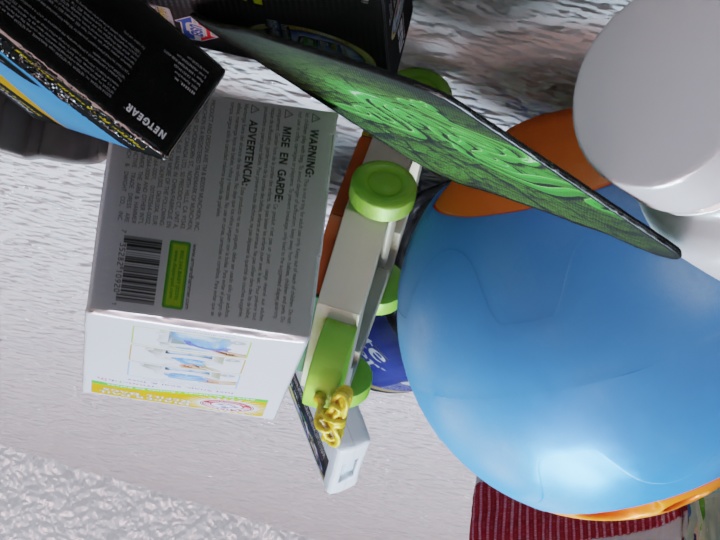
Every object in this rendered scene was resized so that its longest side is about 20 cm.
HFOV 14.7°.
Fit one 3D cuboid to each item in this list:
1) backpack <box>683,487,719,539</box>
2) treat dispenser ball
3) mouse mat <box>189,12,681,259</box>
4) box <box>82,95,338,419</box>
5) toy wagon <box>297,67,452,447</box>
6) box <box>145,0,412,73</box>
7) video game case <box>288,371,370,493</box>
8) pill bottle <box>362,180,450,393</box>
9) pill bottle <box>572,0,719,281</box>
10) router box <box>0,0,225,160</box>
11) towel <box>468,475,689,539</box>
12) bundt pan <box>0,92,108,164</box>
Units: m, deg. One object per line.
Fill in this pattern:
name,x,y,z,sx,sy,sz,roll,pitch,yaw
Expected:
backpack,0.241,0.169,1.353,0.177,0.151,0.200,5,179,-12
treat dispenser ball,0.118,0.021,1.346,0.201,0.201,0.201,13,168,3
mouse mat,0.029,-0.059,1.182,0.161,0.008,0.200,31,174,-35
box,-0.075,-0.004,1.326,0.101,0.113,0.200,8,165,-4
toy wagon,0.000,0.000,1.381,0.040,0.200,0.155,17,137,5
box,-0.061,-0.141,1.181,0.160,0.044,0.200,14,168,5
video game case,-0.041,0.022,1.597,0.023,0.200,0.182,-20,170,-7
pill bottle,0.050,0.008,1.582,0.112,0.112,0.200,17,167,-17
pill bottle,0.182,-0.044,1.185,0.114,0.115,0.200,3,164,41
router box,-0.168,-0.129,1.156,0.200,0.051,0.149,39,170,-29
towel,0.130,0.086,1.585,0.144,0.200,0.023,-13,141,29
bundt pan,-0.195,-0.119,1.352,0.202,0.076,0.202,13,169,3
